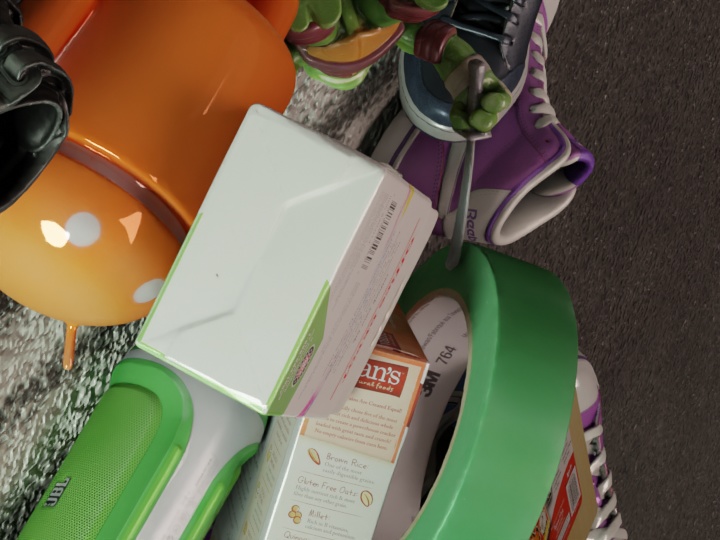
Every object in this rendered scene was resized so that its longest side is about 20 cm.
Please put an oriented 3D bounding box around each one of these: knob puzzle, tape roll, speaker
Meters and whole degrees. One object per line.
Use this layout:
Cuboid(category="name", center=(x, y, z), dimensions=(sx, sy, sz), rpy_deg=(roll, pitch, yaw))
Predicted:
Cuboid(category="knob puzzle", center=(0.085, 0.096, 1.554), dimensions=(0.220, 0.030, 0.220), rpy_deg=(-3, 90, -70))
Cuboid(category="tape roll", center=(0.042, 0.086, 1.426), dimensions=(0.200, 0.048, 0.200), rpy_deg=(-54, -155, 41))
Cuboid(category="speaker", center=(-0.122, 0.130, 1.364), dimensions=(0.200, 0.088, 0.088), rpy_deg=(-61, 155, -22))

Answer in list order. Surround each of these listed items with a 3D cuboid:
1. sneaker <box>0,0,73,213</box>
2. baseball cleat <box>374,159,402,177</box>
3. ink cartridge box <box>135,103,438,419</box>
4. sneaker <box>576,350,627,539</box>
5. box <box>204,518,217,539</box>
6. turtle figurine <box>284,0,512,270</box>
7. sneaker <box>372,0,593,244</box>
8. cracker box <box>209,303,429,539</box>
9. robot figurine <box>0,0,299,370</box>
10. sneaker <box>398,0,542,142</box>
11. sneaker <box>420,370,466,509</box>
Cuboid(category="sneaker", center=(-0.146, -0.107, 1.101), dimensions=(0.200, 0.099, 0.071), rpy_deg=(-69, 155, -7))
Cuboid(category="baseball cleat", center=(0.000, 0.000, 1.550), dimensions=(0.106, 0.070, 0.200), rpy_deg=(-58, 155, -18))
Cuboid(category="ink cartridge box", center=(-0.027, 0.001, 1.234), dimensions=(0.117, 0.067, 0.200), rpy_deg=(-64, 171, 0))
Cuboid(category="sneaker", center=(0.145, 0.149, 1.729), dimensions=(0.073, 0.114, 0.201), rpy_deg=(-22, 127, -32))
Cuboid(category="box", center=(-0.104, 0.220, 1.542), dimensions=(0.200, 0.036, 0.143), rpy_deg=(-68, 157, -8))
Cuboid(category="turtle figurine", center=(0.001, -0.087, 1.354), dimensions=(0.194, 0.144, 0.200), rpy_deg=(101, 10, -73))
Cuboid(category="sneaker", center=(0.097, -0.095, 1.620), dimensions=(0.200, 0.114, 0.073), rpy_deg=(-61, 154, -25))
Cuboid(category="cracker box", center=(-0.028, 0.111, 1.413), dimensions=(0.134, 0.058, 0.200), rpy_deg=(-115, -139, -72))
Cuboid(category="robot figurine", center=(-0.102, -0.059, 1.213), dimensions=(0.200, 0.117, 0.144), rpy_deg=(-61, 175, -21))
Cuboid(category="sneaker", center=(0.074, -0.183, 1.545), dimensions=(0.146, 0.077, 0.202), rpy_deg=(94, 16, -58))
Cuboid(category="sneaker", center=(0.013, 0.113, 1.565), dimensions=(0.200, 0.077, 0.076), rpy_deg=(-52, 159, -34))
